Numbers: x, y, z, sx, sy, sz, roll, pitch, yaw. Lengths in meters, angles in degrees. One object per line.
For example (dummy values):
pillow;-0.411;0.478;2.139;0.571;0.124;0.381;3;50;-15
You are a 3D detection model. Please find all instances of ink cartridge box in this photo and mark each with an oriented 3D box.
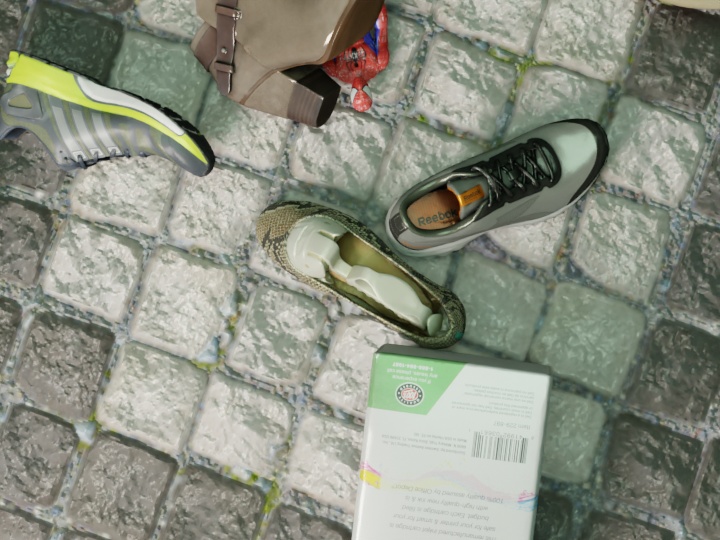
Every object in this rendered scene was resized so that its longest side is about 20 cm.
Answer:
ink cartridge box;0.072;0.169;1.512;0.144;0.088;0.202;7;93;5

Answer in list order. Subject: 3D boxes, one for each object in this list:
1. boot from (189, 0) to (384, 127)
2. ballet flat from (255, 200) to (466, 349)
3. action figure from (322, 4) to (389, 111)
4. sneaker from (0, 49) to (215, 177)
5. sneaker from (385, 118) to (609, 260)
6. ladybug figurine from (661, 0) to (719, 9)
boot;-0.064;-0.216;1.527;0.146;0.070;0.201;36;120;17
ballet flat;0.000;0.000;1.543;0.199;0.075;0.068;32;92;5
action figure;-0.013;-0.233;1.575;0.065;0.052;0.201;-10;88;-1
sneaker;-0.215;-0.115;1.572;0.199;0.074;0.081;22;94;12
sneaker;0.115;-0.067;1.540;0.199;0.079;0.074;-25;83;0
ladybug figurine;0.296;-0.280;1.545;0.198;0.072;0.137;0;86;4
